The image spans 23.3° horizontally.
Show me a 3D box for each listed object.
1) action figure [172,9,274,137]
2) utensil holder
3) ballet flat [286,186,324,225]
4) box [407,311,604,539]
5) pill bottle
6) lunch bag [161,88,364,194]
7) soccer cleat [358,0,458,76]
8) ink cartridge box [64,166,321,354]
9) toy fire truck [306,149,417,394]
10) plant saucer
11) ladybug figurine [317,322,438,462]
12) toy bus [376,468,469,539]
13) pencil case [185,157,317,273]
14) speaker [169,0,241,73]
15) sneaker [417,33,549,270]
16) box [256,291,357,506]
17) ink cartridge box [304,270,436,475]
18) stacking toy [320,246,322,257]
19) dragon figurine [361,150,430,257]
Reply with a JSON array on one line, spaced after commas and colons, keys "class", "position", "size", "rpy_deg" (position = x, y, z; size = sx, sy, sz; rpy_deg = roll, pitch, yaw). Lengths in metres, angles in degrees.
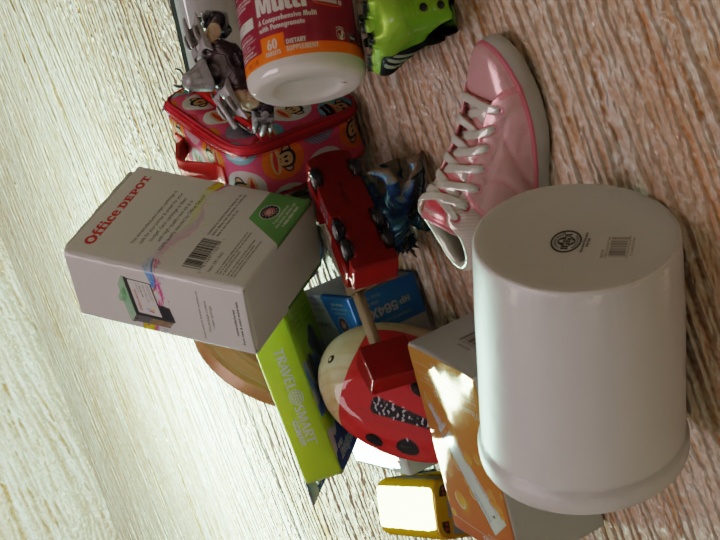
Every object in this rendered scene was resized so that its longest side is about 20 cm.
[{"class": "action figure", "position": [-0.093, -0.195, 1.642], "size": [0.069, 0.200, 0.131], "rpy_deg": [-20, 90, 56]}, {"class": "utensil holder", "position": [0.168, 0.057, 1.342], "size": [0.170, 0.170, 0.201], "rpy_deg": [39, 144, 49]}, {"class": "ballet flat", "position": [-0.042, -0.076, 1.828], "size": [0.200, 0.073, 0.073], "rpy_deg": [20, 130, 62]}, {"class": "box", "position": [0.134, 0.152, 1.610], "size": [0.124, 0.097, 0.201], "rpy_deg": [24, 133, 60]}, {"class": "pill bottle", "position": [-0.061, -0.259, 1.576], "size": [0.110, 0.109, 0.201], "rpy_deg": [139, 124, -68]}, {"class": "lunch bag", "position": [-0.110, -0.141, 1.773], "size": [0.200, 0.176, 0.082], "rpy_deg": [36, 144, 52]}, {"class": "soccer cleat", "position": [0.042, -0.208, 1.506], "size": [0.200, 0.081, 0.068], "rpy_deg": [-131, 31, -88]}, {"class": "ink cartridge box", "position": [-0.159, -0.013, 1.669], "size": [0.199, 0.145, 0.084], "rpy_deg": [12, 132, 23]}, {"class": "toy fire truck", "position": [0.000, 0.000, 1.649], "size": [0.141, 0.049, 0.200], "rpy_deg": [90, 160, -52]}, {"class": "plant saucer", "position": [-0.089, 0.079, 1.941], "size": [0.200, 0.200, 0.032], "rpy_deg": [50, 130, 35]}, {"class": "ladybug figurine", "position": [0.046, 0.126, 1.709], "size": [0.199, 0.072, 0.136], "rpy_deg": [15, 111, 15]}, {"class": "toy bus", "position": [0.076, 0.248, 1.852], "size": [0.200, 0.078, 0.065], "rpy_deg": [164, 99, -68]}, {"class": "pencil case", "position": [-0.117, -0.065, 1.822], "size": [0.086, 0.084, 0.200], "rpy_deg": [53, -179, -43]}, {"class": "speaker", "position": [-0.165, -0.286, 1.888], "size": [0.081, 0.081, 0.201], "rpy_deg": [37, 144, 51]}, {"class": "sneaker", "position": [0.097, -0.089, 1.443], "size": [0.075, 0.104, 0.201], "rpy_deg": [38, 144, 54]}, {"class": "box", "position": [-0.055, 0.127, 1.792], "size": [0.122, 0.048, 0.201], "rpy_deg": [-56, -53, -76]}, {"class": "ink cartridge box", "position": [0.025, 0.105, 1.834], "size": [0.146, 0.084, 0.201], "rpy_deg": [1, 112, 66]}, {"class": "stacking toy", "position": [-0.151, -0.020, 1.960], "size": [0.116, 0.200, 0.110], "rpy_deg": [6, 117, 65]}, {"class": "dragon figurine", "position": [0.044, -0.056, 1.659], "size": [0.100, 0.059, 0.200], "rpy_deg": [68, 159, -5]}]
